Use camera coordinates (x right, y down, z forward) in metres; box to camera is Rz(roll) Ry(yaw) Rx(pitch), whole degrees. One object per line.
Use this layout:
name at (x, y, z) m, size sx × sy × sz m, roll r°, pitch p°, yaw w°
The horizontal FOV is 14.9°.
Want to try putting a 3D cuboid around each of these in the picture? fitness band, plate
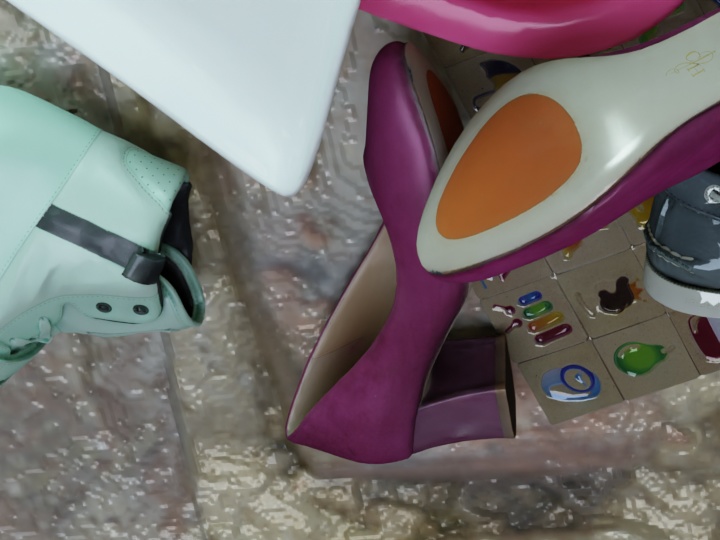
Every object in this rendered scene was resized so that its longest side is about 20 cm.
fitness band at (0.034, -0.152, 0.969) m, size 0.200 × 0.037 × 0.144 m, roll 20°, pitch 122°, yaw 0°
plate at (-0.063, -0.156, 0.950) m, size 0.200 × 0.032 × 0.200 m, roll 36°, pitch 129°, yaw 21°

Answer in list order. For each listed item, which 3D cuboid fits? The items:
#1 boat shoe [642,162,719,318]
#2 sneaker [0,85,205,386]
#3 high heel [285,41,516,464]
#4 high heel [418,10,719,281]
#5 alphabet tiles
boat shoe at (0.204, -0.020, 1.005) m, size 0.200 × 0.073 × 0.062 m, roll -1°, pitch 117°, yaw 2°
sneaker at (-0.128, 0.030, 1.093) m, size 0.118 × 0.074 × 0.200 m, roll 20°, pitch 122°, yaw 4°
high heel at (0.000, 0.000, 1.052) m, size 0.096 × 0.067 × 0.200 m, roll -6°, pitch 127°, yaw 9°
high heel at (0.116, -0.049, 0.964) m, size 0.200 × 0.067 × 0.096 m, roll -35°, pitch 143°, yaw 20°
alphabet tiles at (0.105, -0.042, 1.051) m, size 0.167 × 0.008 × 0.200 m, roll -20°, pitch 117°, yaw 21°
